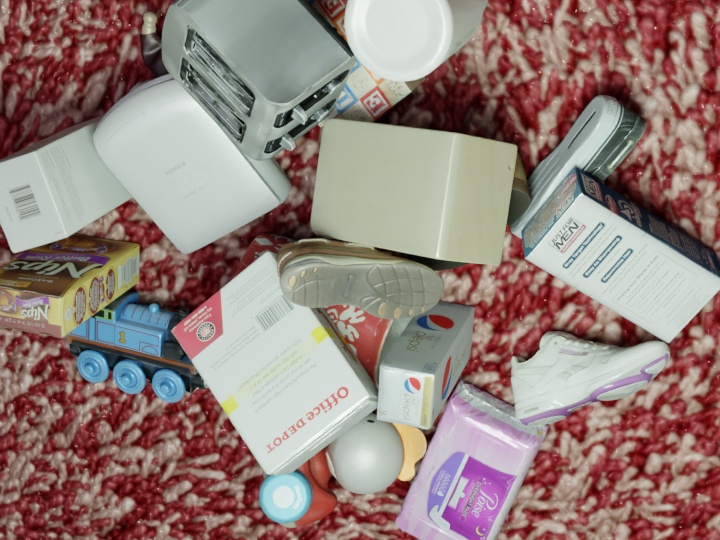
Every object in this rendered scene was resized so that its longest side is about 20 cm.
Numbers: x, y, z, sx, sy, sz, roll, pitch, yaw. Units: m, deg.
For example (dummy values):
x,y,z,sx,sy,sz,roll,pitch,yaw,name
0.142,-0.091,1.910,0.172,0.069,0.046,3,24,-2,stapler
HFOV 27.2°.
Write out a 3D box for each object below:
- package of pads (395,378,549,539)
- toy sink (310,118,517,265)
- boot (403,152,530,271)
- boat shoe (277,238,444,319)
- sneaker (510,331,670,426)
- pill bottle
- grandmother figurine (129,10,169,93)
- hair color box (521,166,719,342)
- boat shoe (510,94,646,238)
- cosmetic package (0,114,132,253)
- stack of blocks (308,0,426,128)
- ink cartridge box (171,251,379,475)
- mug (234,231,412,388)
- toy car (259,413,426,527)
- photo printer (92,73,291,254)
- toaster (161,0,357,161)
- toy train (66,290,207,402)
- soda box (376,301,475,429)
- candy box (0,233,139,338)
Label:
x,y,z,sx,sy,sz,roll,pitch,yaw,name
0.132,0.242,1.773,0.120,0.076,0.201,27,117,11,package of pads
0.057,-0.086,1.602,0.199,0.111,0.132,11,94,45,toy sink
0.120,-0.066,1.676,0.073,0.076,0.200,20,140,-29,boot
0.000,0.000,1.615,0.198,0.072,0.076,10,121,-28,boat shoe
0.249,0.104,1.666,0.199,0.075,0.101,-23,67,30,sneaker
0.066,-0.272,1.532,0.113,0.200,0.116,7,112,18,pill bottle
-0.209,-0.253,1.725,0.121,0.060,0.201,43,116,11,grandmother figurine
0.280,-0.015,1.589,0.199,0.061,0.100,29,119,-18,hair color box
0.236,-0.098,1.608,0.070,0.073,0.200,24,131,-16,boat shoe
-0.345,-0.107,1.749,0.084,0.200,0.109,-15,102,23,cosmetic package
-0.035,-0.254,1.657,0.115,0.059,0.201,-34,96,28,stack of blocks
-0.089,0.105,1.635,0.145,0.083,0.201,-37,75,8,ink cartridge box
-0.048,0.059,1.740,0.198,0.133,0.179,22,106,15,mug
-0.023,0.202,1.765,0.198,0.184,0.179,-11,85,2,toy car
-0.201,-0.131,1.728,0.165,0.070,0.200,-25,119,24,photo printer
-0.112,-0.231,1.556,0.200,0.119,0.181,47,161,3,toaster
-0.275,0.090,1.859,0.198,0.087,0.115,13,116,16,toy train
0.076,0.101,1.670,0.063,0.200,0.069,10,113,15,soda box
-0.362,0.014,1.801,0.115,0.200,0.057,9,113,16,candy box
